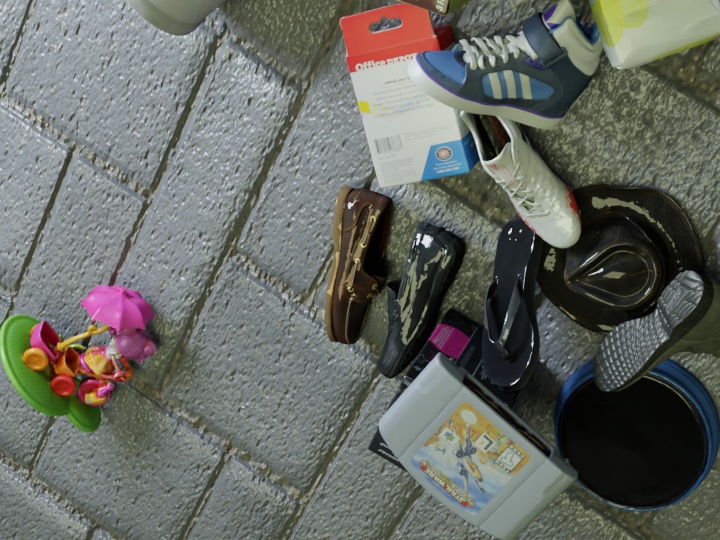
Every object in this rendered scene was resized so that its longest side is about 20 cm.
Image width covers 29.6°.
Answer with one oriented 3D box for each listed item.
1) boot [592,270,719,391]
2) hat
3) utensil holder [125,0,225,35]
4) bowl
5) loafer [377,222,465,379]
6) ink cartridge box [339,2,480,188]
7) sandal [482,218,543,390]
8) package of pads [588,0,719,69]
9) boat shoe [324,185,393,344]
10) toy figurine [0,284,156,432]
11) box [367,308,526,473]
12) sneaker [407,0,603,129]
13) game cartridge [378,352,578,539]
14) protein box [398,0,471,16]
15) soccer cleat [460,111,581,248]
[{"bbox_3d":[0.365,0.083,1.528,0.129,0.068,0.200,15,135,-30],"label":"boot"},{"bbox_3d":[0.285,0.001,1.542,0.197,0.081,0.204,8,113,19],"label":"hat"},{"bbox_3d":[-0.173,-0.391,1.529,0.199,0.170,0.171,-32,96,25],"label":"utensil holder"},{"bbox_3d":[0.327,0.195,1.622,0.197,0.039,0.204,7,112,18],"label":"bowl"},{"bbox_3d":[0.062,0.037,1.654,0.070,0.068,0.203,29,112,17],"label":"loafer"},{"bbox_3d":[0.058,-0.207,1.560,0.114,0.067,0.203,-8,106,23],"label":"ink cartridge box"},{"bbox_3d":[0.167,0.038,1.564,0.075,0.043,0.203,-12,67,44],"label":"sandal"},{"bbox_3d":[0.330,-0.307,1.396,0.197,0.068,0.157,-18,102,11],"label":"package of pads"},{"bbox_3d":[0.000,0.000,1.658,0.069,0.070,0.203,13,114,20],"label":"boat shoe"},{"bbox_3d":[-0.347,0.104,1.816,0.183,0.151,0.201,-29,119,18],"label":"toy figurine"},{"bbox_3d":[0.112,0.158,1.600,0.131,0.200,0.116,29,119,7],"label":"box"},{"bbox_3d":[0.163,-0.240,1.452,0.197,0.081,0.148,13,126,-21],"label":"sneaker"},{"bbox_3d":[0.122,0.199,1.480,0.199,0.042,0.134,40,114,0],"label":"game cartridge"},{"bbox_3d":[0.043,-0.377,1.428,0.197,0.199,0.137,20,115,13],"label":"protein box"},{"bbox_3d":[0.177,-0.110,1.525,0.068,0.085,0.202,-33,84,29],"label":"soccer cleat"}]
